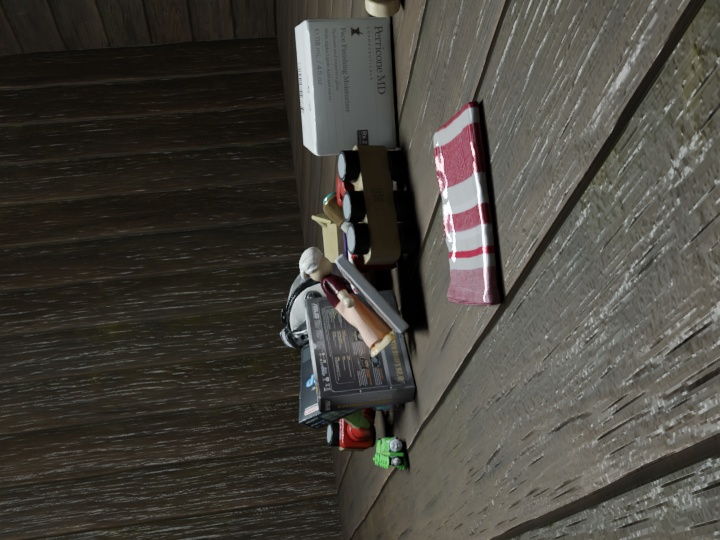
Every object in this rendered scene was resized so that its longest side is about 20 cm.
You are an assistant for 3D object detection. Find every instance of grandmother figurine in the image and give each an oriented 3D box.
[{"bbox_3d":[-0.026,0.046,1.320,0.200,0.060,0.121,50,158,4],"label":"grandmother figurine"}]

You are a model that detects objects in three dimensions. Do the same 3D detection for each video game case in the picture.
[{"bbox_3d":[0.017,0.040,1.274,0.143,0.017,0.200,48,178,3],"label":"video game case"}]

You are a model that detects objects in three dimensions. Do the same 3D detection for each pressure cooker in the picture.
[{"bbox_3d":[-0.071,0.085,1.691,0.200,0.177,0.178,-98,24,-78],"label":"pressure cooker"}]

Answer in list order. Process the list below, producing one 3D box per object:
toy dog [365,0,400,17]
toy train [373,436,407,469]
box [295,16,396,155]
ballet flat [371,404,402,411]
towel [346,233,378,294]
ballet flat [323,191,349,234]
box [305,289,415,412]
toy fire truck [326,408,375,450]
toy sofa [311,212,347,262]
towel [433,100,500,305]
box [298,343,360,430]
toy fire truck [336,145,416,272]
[{"bbox_3d":[-0.001,-0.430,1.135,0.200,0.095,0.133,-109,15,-59],"label":"toy dog"},{"bbox_3d":[0.055,0.340,1.542,0.200,0.041,0.057,119,155,-77],"label":"toy train"},{"bbox_3d":[-0.027,-0.293,1.307,0.200,0.129,0.201,-126,31,-74],"label":"box"},{"bbox_3d":[0.025,0.181,1.510,0.201,0.070,0.070,-106,16,-54],"label":"ballet flat"},{"bbox_3d":[0.000,0.000,1.517,0.200,0.030,0.148,58,-160,-64],"label":"towel"},{"bbox_3d":[-0.001,-0.078,1.384,0.073,0.067,0.200,65,-169,16],"label":"ballet flat"},{"bbox_3d":[-0.005,0.131,1.373,0.049,0.157,0.201,95,166,-51],"label":"box"},{"bbox_3d":[-0.013,0.254,1.621,0.200,0.127,0.178,131,143,-65],"label":"toy fire truck"},{"bbox_3d":[-0.045,-0.037,1.901,0.083,0.097,0.202,20,118,54],"label":"toy sofa"},{"bbox_3d":[0.109,-0.064,0.873,0.144,0.022,0.202,166,99,-82],"label":"towel"},{"bbox_3d":[-0.027,0.178,1.481,0.199,0.046,0.160,-29,46,35],"label":"box"},{"bbox_3d":[0.019,-0.075,1.270,0.200,0.127,0.178,128,136,-65],"label":"toy fire truck"}]
